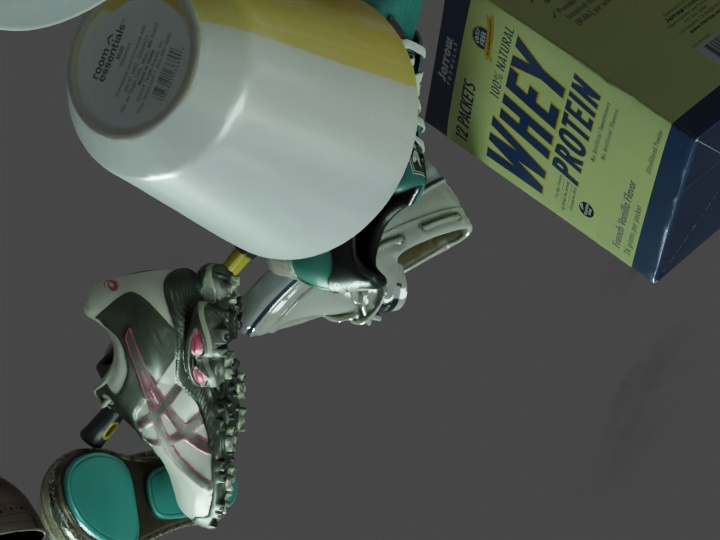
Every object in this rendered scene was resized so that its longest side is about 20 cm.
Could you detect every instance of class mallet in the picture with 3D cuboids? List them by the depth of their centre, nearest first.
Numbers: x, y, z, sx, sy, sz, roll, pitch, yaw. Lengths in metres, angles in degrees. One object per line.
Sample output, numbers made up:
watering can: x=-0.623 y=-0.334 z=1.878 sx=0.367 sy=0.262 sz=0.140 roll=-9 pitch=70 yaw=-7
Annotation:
mallet: x=-0.108 y=0.026 z=1.427 sx=0.200 sy=0.041 sz=0.066 roll=-48 pitch=156 yaw=-1

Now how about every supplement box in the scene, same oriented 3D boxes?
supplement box: x=0.185 y=-0.138 z=1.526 sx=0.200 sy=0.200 sz=0.134 roll=-37 pitch=152 yaw=-33

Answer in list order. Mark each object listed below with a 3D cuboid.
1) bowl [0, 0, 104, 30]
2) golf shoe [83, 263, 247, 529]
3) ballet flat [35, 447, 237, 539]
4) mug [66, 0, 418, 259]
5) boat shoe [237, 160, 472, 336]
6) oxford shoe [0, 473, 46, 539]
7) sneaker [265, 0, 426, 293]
bowl: x=-0.135 y=-0.208 z=0.974 sx=0.201 sy=0.090 sz=0.201 roll=-40 pitch=153 yaw=-25
golf shoe: x=-0.113 y=0.074 z=1.404 sx=0.077 sy=0.088 sz=0.200 roll=-83 pitch=174 yaw=-49
ballet flat: x=-0.155 y=0.146 z=1.464 sx=0.075 sy=0.068 sz=0.200 roll=-15 pitch=173 yaw=27
mug: x=-0.077 y=-0.108 z=1.210 sx=0.149 sy=0.187 sz=0.153 roll=-27 pitch=157 yaw=26
boat shoe: x=0.000 y=0.000 z=1.522 sx=0.200 sy=0.070 sz=0.071 roll=-34 pitch=171 yaw=-42
oxford shoe: x=-0.264 y=0.183 z=1.302 sx=0.200 sy=0.073 sz=0.071 roll=-42 pitch=155 yaw=-24
sneaker: x=0.012 y=-0.082 z=1.391 sx=0.071 sy=0.080 sz=0.200 roll=16 pitch=92 yaw=-64
